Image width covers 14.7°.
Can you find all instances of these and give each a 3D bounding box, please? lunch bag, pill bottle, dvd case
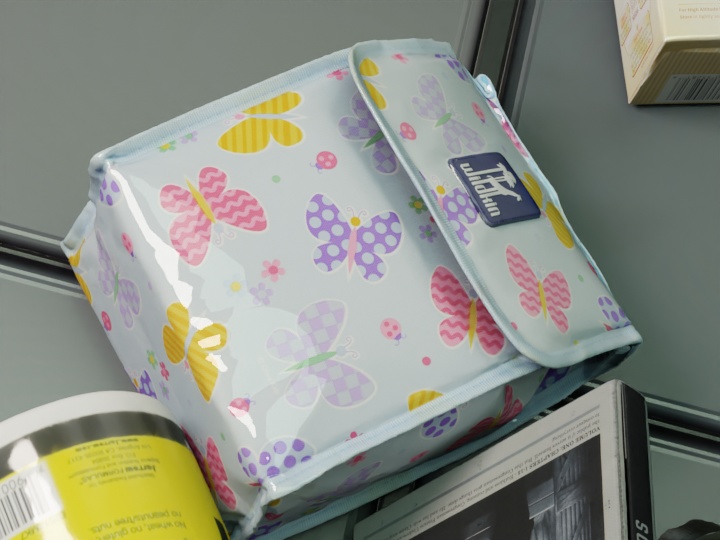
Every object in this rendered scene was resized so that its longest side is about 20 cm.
[{"bbox_3d":[0.000,0.000,1.179,0.199,0.127,0.170,-22,75,-24],"label":"lunch bag"},{"bbox_3d":[-0.089,0.158,1.089,0.114,0.114,0.201,-17,62,-16],"label":"pill bottle"},{"bbox_3d":[0.054,0.157,1.085,0.025,0.150,0.201,34,40,-32],"label":"dvd case"}]

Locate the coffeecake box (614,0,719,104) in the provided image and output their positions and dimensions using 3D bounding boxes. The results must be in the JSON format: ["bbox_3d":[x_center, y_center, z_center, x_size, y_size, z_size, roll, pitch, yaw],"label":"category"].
[{"bbox_3d":[0.194,-0.184,1.309,0.153,0.073,0.201,-2,69,-10],"label":"coffeecake box"}]

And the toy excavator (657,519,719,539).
[{"bbox_3d":[0.100,0.208,1.129,0.194,0.100,0.201,3,93,-28],"label":"toy excavator"}]
